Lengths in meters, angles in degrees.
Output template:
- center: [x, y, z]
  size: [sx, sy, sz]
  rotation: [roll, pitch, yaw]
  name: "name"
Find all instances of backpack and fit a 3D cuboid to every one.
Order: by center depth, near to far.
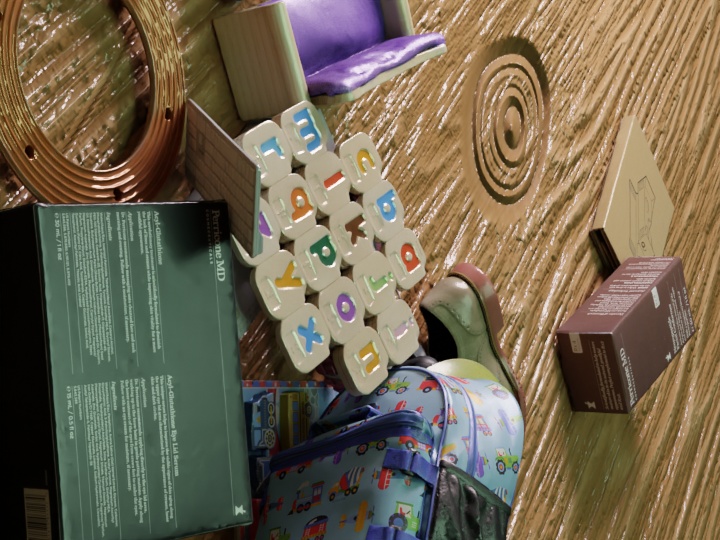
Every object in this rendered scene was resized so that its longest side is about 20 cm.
- center: [0.021, 0.151, 1.045]
  size: [0.134, 0.182, 0.201]
  rotation: [37, 53, -32]
  name: "backpack"

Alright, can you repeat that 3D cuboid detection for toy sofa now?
- center: [-0.017, -0.185, 1.151]
  size: [0.200, 0.097, 0.083]
  rotation: [-36, 115, -55]
  name: "toy sofa"

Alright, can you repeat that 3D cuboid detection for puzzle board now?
- center: [-0.048, 0.183, 1.115]
  size: [0.151, 0.017, 0.201]
  rotation: [7, 80, -59]
  name: "puzzle board"

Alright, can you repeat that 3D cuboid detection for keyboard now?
- center: [-0.090, -0.063, 0.947]
  size: [0.011, 0.200, 0.057]
  rotation: [-7, 110, -16]
  name: "keyboard"

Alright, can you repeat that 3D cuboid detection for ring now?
- center: [-0.179, -0.128, 0.945]
  size: [0.200, 0.019, 0.201]
  rotation: [18, 69, -58]
  name: "ring"

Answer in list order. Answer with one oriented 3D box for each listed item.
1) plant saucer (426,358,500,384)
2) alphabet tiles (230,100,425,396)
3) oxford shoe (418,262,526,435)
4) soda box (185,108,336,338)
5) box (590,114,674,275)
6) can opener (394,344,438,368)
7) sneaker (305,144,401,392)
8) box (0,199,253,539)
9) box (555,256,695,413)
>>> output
- center: [0.072, 0.173, 1.218]
  size: [0.200, 0.031, 0.201]
  rotation: [-19, 116, -43]
  name: "plant saucer"
- center: [-0.022, -0.016, 1.045]
  size: [0.196, 0.015, 0.201]
  rotation: [-39, 106, -52]
  name: "alphabet tiles"
- center: [0.095, 0.094, 1.345]
  size: [0.075, 0.070, 0.201]
  rotation: [-31, 116, -28]
  name: "oxford shoe"
- center: [-0.080, -0.034, 1.051]
  size: [0.200, 0.063, 0.068]
  rotation: [-57, 132, -46]
  name: "soda box"
- center: [0.332, -0.062, 1.792]
  size: [0.164, 0.021, 0.200]
  rotation: [58, 39, -36]
  name: "box"
- center: [0.071, 0.156, 1.274]
  size: [0.079, 0.063, 0.201]
  rotation: [-48, 125, -52]
  name: "can opener"
- center: [0.000, 0.000, 1.165]
  size: [0.075, 0.080, 0.201]
  rotation: [-1, 85, -61]
  name: "sneaker"
- center: [-0.146, 0.061, 0.883]
  size: [0.141, 0.079, 0.201]
  rotation: [-3, 88, -42]
  name: "box"
- center: [0.297, 0.068, 1.643]
  size: [0.200, 0.075, 0.101]
  rotation: [-38, 119, -46]
  name: "box"
